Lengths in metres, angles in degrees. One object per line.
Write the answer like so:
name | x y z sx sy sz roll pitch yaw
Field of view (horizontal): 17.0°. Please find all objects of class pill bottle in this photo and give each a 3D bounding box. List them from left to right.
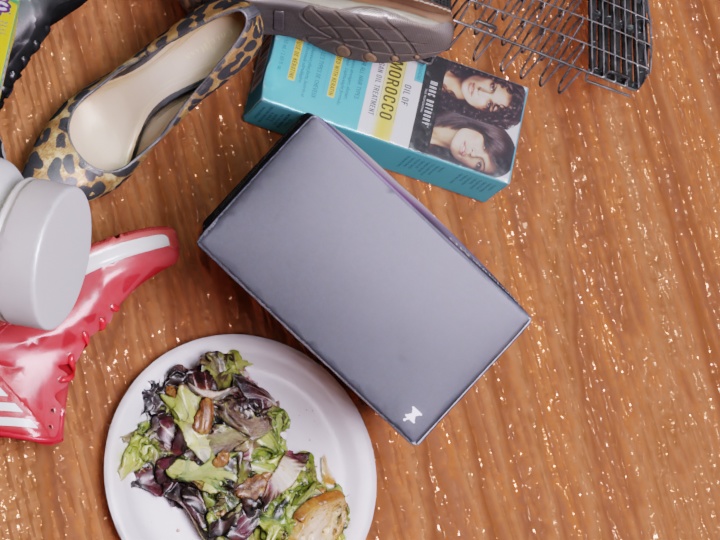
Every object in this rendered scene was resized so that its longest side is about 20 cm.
pill bottle | -0.284 -0.027 1.566 0.199 0.113 0.114 11 69 14

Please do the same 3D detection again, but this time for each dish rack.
dish rack | 0.126 -0.201 1.815 0.199 0.055 0.154 19 49 -17

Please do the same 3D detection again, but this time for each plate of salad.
plate of salad | -0.079 0.140 1.675 0.199 0.048 0.201 5 74 -18

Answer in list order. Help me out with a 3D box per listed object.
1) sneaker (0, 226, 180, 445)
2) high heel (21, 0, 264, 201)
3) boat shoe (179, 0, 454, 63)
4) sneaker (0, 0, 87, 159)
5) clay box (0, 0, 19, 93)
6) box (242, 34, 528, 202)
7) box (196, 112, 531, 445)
sneaker | -0.201 0.051 1.650 0.199 0.078 0.116 -23 93 -12
high heel | -0.155 -0.117 1.664 0.200 0.143 0.071 -40 91 -25
boat shoe | -0.028 -0.202 1.715 0.199 0.076 0.072 13 68 -4
sneaker | -0.254 -0.124 1.675 0.200 0.073 0.112 -32 91 -16
clay box | -0.286 -0.135 1.554 0.114 0.048 0.200 10 42 -8
box | 0.020 -0.123 1.782 0.199 0.049 0.083 17 70 -15
box | 0.000 0.000 1.643 0.200 0.198 0.123 43 92 -5
